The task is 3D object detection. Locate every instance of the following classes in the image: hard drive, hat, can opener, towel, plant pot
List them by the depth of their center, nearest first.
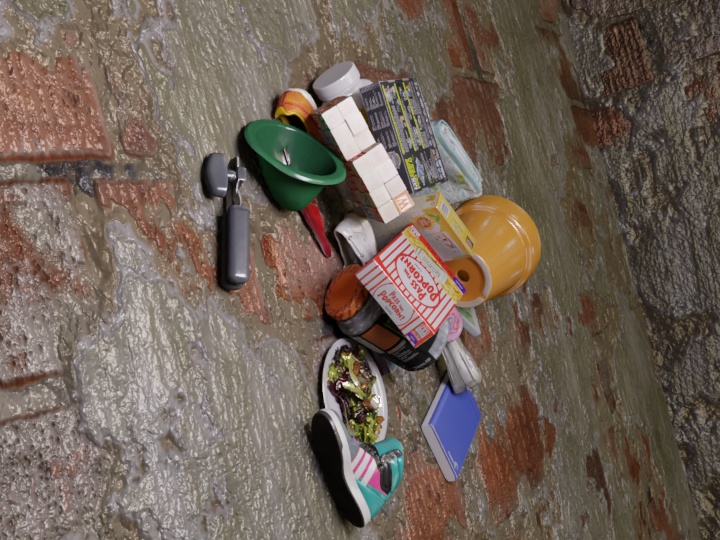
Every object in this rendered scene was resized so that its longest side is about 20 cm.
[{"bbox_3d":[-0.196,-0.073,1.377,0.066,0.053,0.201,7,67,-25],"label":"can opener"},{"bbox_3d":[-0.125,-0.116,1.538,0.199,0.177,0.166,33,29,7],"label":"hat"},{"bbox_3d":[0.226,-0.021,1.853,0.183,0.199,0.201,-41,112,-53],"label":"plant pot"},{"bbox_3d":[0.127,-0.198,1.863,0.200,0.170,0.048,51,39,-37],"label":"towel"},{"bbox_3d":[0.180,0.294,1.870,0.132,0.025,0.200,64,30,-19],"label":"hard drive"}]

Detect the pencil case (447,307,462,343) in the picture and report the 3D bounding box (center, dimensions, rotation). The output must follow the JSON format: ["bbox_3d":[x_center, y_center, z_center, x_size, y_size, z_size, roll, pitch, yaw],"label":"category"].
[{"bbox_3d":[0.120,0.054,1.747,0.200,0.087,0.088,56,33,-46],"label":"pencil case"}]

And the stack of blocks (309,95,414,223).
[{"bbox_3d":[0.001,-0.181,1.561,0.201,0.058,0.115,61,-10,-16],"label":"stack of blocks"}]

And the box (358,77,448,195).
[{"bbox_3d":[0.079,-0.236,1.694,0.160,0.044,0.201,-26,100,-59],"label":"box"}]

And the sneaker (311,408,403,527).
[{"bbox_3d":[0.005,0.279,1.474,0.120,0.083,0.201,-32,113,-36],"label":"sneaker"}]

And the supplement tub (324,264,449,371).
[{"bbox_3d":[0.043,0.077,1.610,0.200,0.122,0.123,34,47,-31],"label":"supplement tub"}]

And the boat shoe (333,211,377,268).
[{"bbox_3d":[0.000,0.000,1.663,0.069,0.071,0.201,-38,117,-33],"label":"boat shoe"}]

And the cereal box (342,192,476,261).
[{"bbox_3d":[0.085,-0.066,1.695,0.144,0.199,0.040,49,47,-40],"label":"cereal box"}]

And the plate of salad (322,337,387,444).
[{"bbox_3d":[0.001,0.207,1.574,0.200,0.048,0.201,33,49,-50],"label":"plate of salad"}]

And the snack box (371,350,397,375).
[{"bbox_3d":[0.072,0.115,1.766,0.200,0.024,0.072,-44,116,-58],"label":"snack box"}]

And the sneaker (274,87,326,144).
[{"bbox_3d":[-0.079,-0.221,1.635,0.200,0.073,0.077,43,57,-34],"label":"sneaker"}]

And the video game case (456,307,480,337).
[{"bbox_3d":[0.176,0.018,1.957,0.200,0.022,0.183,41,30,-45],"label":"video game case"}]

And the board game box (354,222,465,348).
[{"bbox_3d":[0.085,0.020,1.559,0.152,0.046,0.200,50,28,-2],"label":"board game box"}]

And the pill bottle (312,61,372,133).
[{"bbox_3d":[-0.001,-0.269,1.730,0.200,0.112,0.113,57,33,-29],"label":"pill bottle"}]

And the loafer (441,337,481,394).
[{"bbox_3d":[0.162,0.144,1.866,0.201,0.070,0.070,61,11,11],"label":"loafer"}]
